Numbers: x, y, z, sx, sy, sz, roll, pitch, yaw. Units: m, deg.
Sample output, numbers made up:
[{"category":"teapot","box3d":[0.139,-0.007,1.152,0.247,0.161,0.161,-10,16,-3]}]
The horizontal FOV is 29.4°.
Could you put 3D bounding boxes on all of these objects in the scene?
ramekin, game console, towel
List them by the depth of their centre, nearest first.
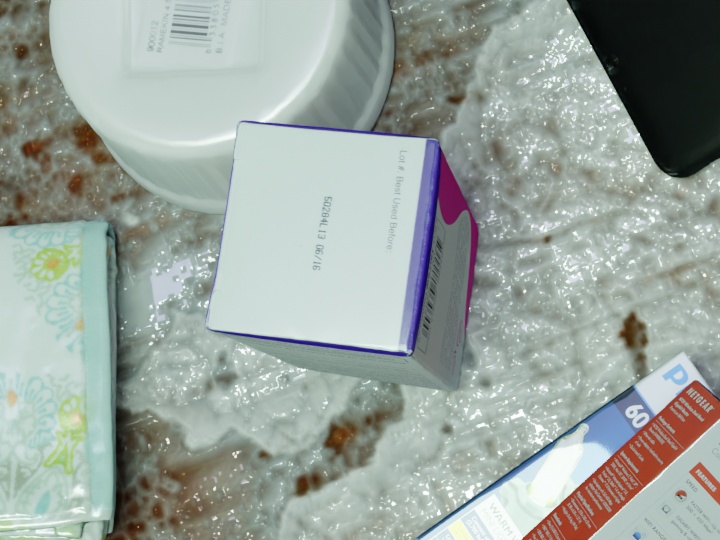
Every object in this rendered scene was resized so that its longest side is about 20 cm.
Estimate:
[{"category":"towel","box3d":[-0.227,0.069,0.797,0.170,0.048,0.202,-3,68,-2]},{"category":"game console","box3d":[0.225,-0.183,0.798,0.175,0.116,0.201,-20,76,-24]},{"category":"ramekin","box3d":[-0.084,-0.141,0.807,0.199,0.098,0.202,-2,81,10]}]

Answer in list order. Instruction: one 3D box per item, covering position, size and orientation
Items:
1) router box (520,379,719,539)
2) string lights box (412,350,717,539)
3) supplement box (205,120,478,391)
[{"category":"router box","box3d":[0.170,0.188,0.680,0.179,0.049,0.200,-43,104,4]},{"category":"string lights box","box3d":[0.121,0.144,0.740,0.199,0.059,0.103,-36,77,3]},{"category":"supplement box","box3d":[0.000,0.000,0.715,0.102,0.200,0.102,6,81,13]}]
